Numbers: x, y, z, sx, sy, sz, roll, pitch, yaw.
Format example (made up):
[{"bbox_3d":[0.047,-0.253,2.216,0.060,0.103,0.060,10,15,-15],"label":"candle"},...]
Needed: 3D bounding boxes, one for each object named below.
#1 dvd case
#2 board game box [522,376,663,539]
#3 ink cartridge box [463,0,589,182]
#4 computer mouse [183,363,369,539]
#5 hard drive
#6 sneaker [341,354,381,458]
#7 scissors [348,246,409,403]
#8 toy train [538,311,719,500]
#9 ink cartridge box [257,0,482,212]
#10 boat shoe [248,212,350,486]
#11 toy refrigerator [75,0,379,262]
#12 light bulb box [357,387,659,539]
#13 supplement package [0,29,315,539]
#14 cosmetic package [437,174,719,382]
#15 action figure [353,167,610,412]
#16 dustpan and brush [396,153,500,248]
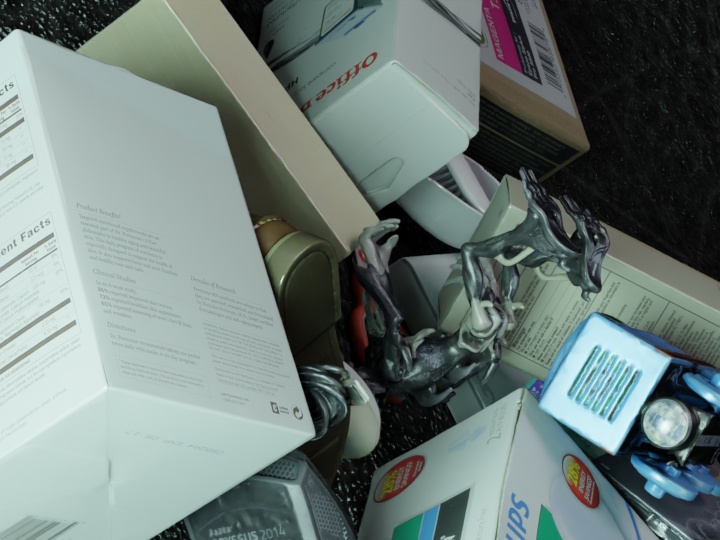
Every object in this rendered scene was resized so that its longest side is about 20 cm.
[{"bbox_3d":[0.238,0.158,1.557,0.149,0.016,0.200,37,18,17],"label":"dvd case"},{"bbox_3d":[0.199,0.137,1.649,0.152,0.045,0.200,49,21,22],"label":"board game box"},{"bbox_3d":[0.084,-0.181,1.858,0.165,0.075,0.200,24,42,-48],"label":"ink cartridge box"},{"bbox_3d":[-0.037,0.143,1.253,0.053,0.138,0.200,-29,108,-58],"label":"computer mouse"},{"bbox_3d":[0.101,0.048,1.695,0.200,0.027,0.132,-6,66,-59],"label":"hard drive"},{"bbox_3d":[-0.070,0.071,1.367,0.200,0.070,0.094,43,51,-33],"label":"sneaker"},{"bbox_3d":[0.000,0.000,1.593,0.073,0.014,0.200,9,55,-53],"label":"scissors"},{"bbox_3d":[0.185,0.082,1.472,0.114,0.087,0.200,34,7,17],"label":"toy train"},{"bbox_3d":[0.004,-0.136,1.598,0.086,0.146,0.200,41,31,-25],"label":"ink cartridge box"},{"bbox_3d":[-0.052,0.056,1.291,0.068,0.200,0.072,24,35,31],"label":"boat shoe"},{"bbox_3d":[-0.081,-0.084,1.484,0.200,0.076,0.070,53,28,-6],"label":"toy refrigerator"},{"bbox_3d":[0.100,0.215,1.408,0.200,0.125,0.198,48,28,-19],"label":"light bulb box"},{"bbox_3d":[-0.147,0.018,1.185,0.152,0.151,0.200,18,46,-50],"label":"supplement package"},{"bbox_3d":[0.161,0.030,1.588,0.200,0.104,0.073,28,19,-7],"label":"cosmetic package"},{"bbox_3d":[0.057,0.018,1.470,0.119,0.200,0.102,17,42,-51],"label":"action figure"},{"bbox_3d":[0.082,-0.043,1.682,0.139,0.057,0.200,12,40,-52],"label":"dustpan and brush"}]
